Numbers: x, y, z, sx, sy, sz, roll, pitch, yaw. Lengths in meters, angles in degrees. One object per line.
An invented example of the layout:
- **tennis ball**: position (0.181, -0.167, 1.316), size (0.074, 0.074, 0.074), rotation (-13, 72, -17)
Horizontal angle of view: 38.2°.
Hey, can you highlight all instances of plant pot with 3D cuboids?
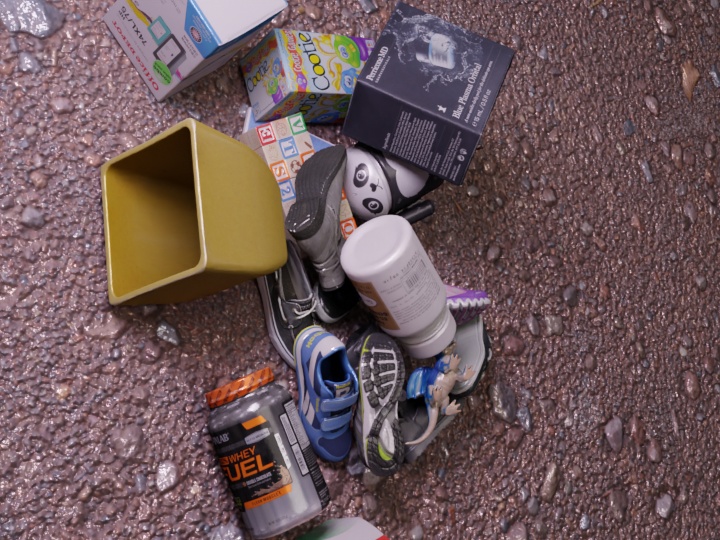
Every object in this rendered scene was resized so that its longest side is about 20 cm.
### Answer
- **plant pot**: position (-0.207, -0.060, 1.390), size (0.198, 0.193, 0.198), rotation (10, 68, -50)

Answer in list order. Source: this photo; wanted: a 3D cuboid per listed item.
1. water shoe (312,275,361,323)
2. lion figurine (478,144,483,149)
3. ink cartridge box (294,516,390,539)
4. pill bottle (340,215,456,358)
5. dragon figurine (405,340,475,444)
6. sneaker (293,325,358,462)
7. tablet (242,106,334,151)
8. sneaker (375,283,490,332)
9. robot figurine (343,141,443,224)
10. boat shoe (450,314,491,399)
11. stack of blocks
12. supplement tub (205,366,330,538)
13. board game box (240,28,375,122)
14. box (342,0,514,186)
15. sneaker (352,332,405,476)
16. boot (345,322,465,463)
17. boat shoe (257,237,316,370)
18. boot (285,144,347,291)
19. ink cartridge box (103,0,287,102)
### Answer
- **water shoe**: position (0.000, 0.000, 1.589), size (0.072, 0.078, 0.200), rotation (51, 52, -11)
- **lion figurine**: position (0.121, -0.203, 1.754), size (0.198, 0.072, 0.124), rotation (27, 87, -35)
- **ink cartridge box**: position (-0.037, 0.372, 1.358), size (0.159, 0.199, 0.051), rotation (-20, 86, -40)
- **pill bottle**: position (0.061, 0.029, 1.500), size (0.201, 0.113, 0.115), rotation (57, 47, -36)
- **dragon figurine**: position (0.108, 0.175, 1.544), size (0.058, 0.099, 0.203), rotation (32, 71, -23)
- **sneaker**: position (-0.043, 0.182, 1.472), size (0.073, 0.082, 0.204), rotation (-22, 109, -35)
- **tablet**: position (-0.100, -0.160, 1.609), size (0.197, 0.014, 0.133), rotation (22, 63, -29)
- **sneaker**: position (0.112, 0.040, 1.648), size (0.196, 0.081, 0.090), rotation (-3, 62, -19)
- **robot figurine**: position (0.054, -0.161, 1.616), size (0.198, 0.126, 0.151), rotation (-29, 61, -18)
- **boat shoe**: position (0.177, 0.142, 1.650), size (0.061, 0.074, 0.201), rotation (59, 29, -25)
- **stack of blocks**: position (-0.092, -0.127, 1.556), size (0.114, 0.058, 0.204), rotation (-23, 95, -34)
- **supplement tub**: position (-0.127, 0.240, 1.384), size (0.121, 0.122, 0.203), rotation (-21, 87, -39)
- **board game box**: position (-0.070, -0.297, 1.611), size (0.197, 0.104, 0.105), rotation (-5, 74, -40)
- **box**: position (0.102, -0.265, 1.544), size (0.197, 0.118, 0.199), rotation (23, 53, 3)
- **sneaker**: position (0.017, 0.191, 1.497), size (0.072, 0.081, 0.205), rotation (6, 80, -25)
- **boot**: position (0.059, 0.166, 1.595), size (0.201, 0.065, 0.165), rotation (52, 50, -6)
- **boat shoe**: position (-0.099, 0.051, 1.500), size (0.071, 0.070, 0.203), rotation (-23, 93, -41)
- **boot**: position (-0.047, -0.076, 1.509), size (0.132, 0.066, 0.202), rotation (61, 33, -38)
- **ink cartridge box**: position (-0.234, -0.362, 1.454), size (0.146, 0.199, 0.148), rotation (-41, 100, -37)
